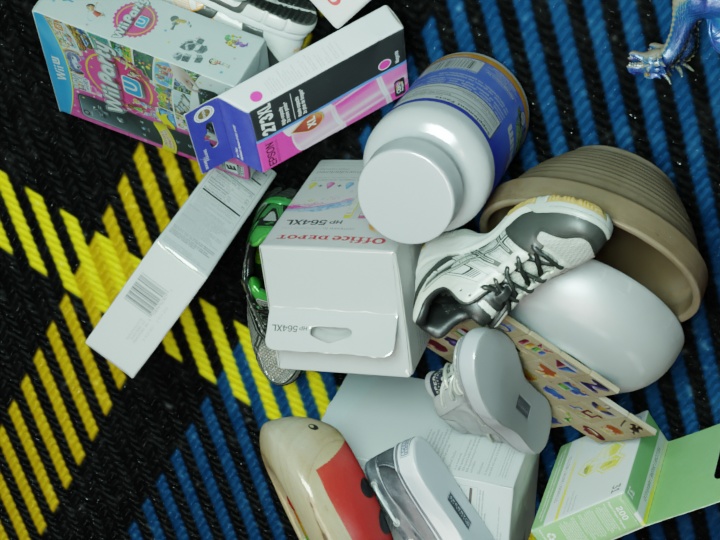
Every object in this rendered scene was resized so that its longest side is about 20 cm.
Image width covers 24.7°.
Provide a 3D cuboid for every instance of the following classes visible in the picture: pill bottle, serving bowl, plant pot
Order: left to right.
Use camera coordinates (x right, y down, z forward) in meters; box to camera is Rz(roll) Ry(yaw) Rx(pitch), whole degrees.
[{"bbox_3d":[0.067,-0.100,1.376,0.111,0.200,0.113,9,119,16],"label":"pill bottle"},{"bbox_3d":[0.180,0.054,1.445,0.199,0.066,0.200,23,159,10],"label":"serving bowl"},{"bbox_3d":[0.210,-0.041,1.403,0.200,0.093,0.201,23,159,9],"label":"plant pot"}]

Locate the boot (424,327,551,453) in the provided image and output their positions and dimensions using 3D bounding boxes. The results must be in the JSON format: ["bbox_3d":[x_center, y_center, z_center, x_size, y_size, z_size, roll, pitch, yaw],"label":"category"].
[{"bbox_3d":[0.096,0.106,1.448,0.095,0.074,0.200,8,154,28],"label":"boot"}]

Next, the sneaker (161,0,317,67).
[{"bbox_3d":[-0.141,-0.230,1.454,0.199,0.074,0.080,26,126,4],"label":"sneaker"}]

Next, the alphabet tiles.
[{"bbox_3d":[0.163,0.100,1.470,0.199,0.008,0.167,33,159,-15],"label":"alphabet tiles"}]

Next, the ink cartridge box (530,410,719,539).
[{"bbox_3d":[0.262,0.181,1.502,0.199,0.146,0.048,-29,104,30],"label":"ink cartridge box"}]

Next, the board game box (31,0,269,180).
[{"bbox_3d":[-0.180,-0.174,1.461,0.199,0.065,0.148,22,152,13],"label":"board game box"}]

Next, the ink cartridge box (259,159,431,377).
[{"bbox_3d":[0.000,0.000,1.458,0.127,0.200,0.126,2,119,18],"label":"ink cartridge box"}]

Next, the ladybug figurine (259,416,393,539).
[{"bbox_3d":[-0.023,0.215,1.463,0.072,0.136,0.201,-26,102,-11],"label":"ladybug figurine"}]

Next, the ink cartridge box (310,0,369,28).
[{"bbox_3d":[0.009,-0.320,1.343,0.146,0.084,0.200,46,123,-10],"label":"ink cartridge box"}]

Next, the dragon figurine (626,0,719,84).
[{"bbox_3d":[0.305,-0.212,1.316,0.199,0.059,0.100,-12,114,25],"label":"dragon figurine"}]

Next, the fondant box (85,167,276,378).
[{"bbox_3d":[-0.162,-0.013,1.507,0.058,0.200,0.144,36,124,-5],"label":"fondant box"}]

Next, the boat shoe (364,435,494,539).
[{"bbox_3d":[0.070,0.245,1.467,0.067,0.072,0.201,-26,103,26],"label":"boat shoe"}]

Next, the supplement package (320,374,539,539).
[{"bbox_3d":[0.062,0.209,1.583,0.198,0.152,0.152,9,120,14],"label":"supplement package"}]

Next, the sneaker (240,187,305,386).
[{"bbox_3d":[-0.085,0.026,1.572,0.077,0.085,0.201,6,121,16],"label":"sneaker"}]

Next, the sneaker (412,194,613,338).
[{"bbox_3d":[0.122,0.005,1.329,0.075,0.088,0.199,36,143,-27],"label":"sneaker"}]

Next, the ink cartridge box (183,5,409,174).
[{"bbox_3d":[-0.051,-0.145,1.402,0.037,0.199,0.095,57,169,27],"label":"ink cartridge box"}]
